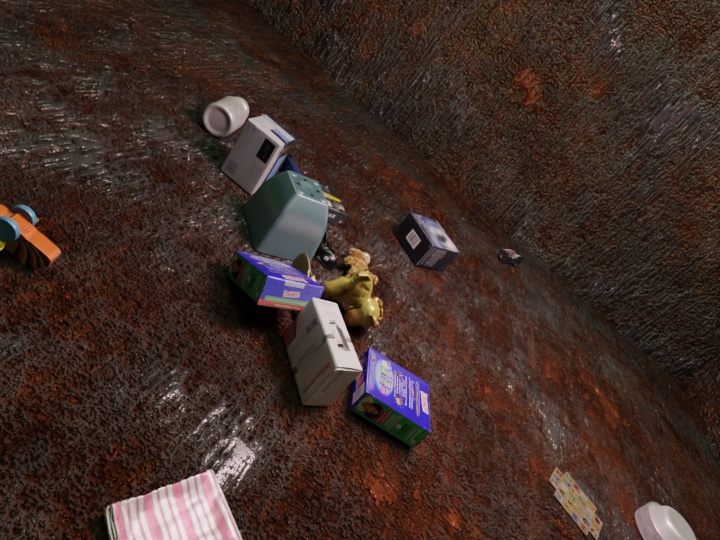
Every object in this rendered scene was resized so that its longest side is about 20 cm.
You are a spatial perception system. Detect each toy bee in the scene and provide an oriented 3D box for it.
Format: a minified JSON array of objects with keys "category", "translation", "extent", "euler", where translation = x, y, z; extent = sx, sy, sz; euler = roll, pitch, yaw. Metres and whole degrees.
[{"category":"toy bee","translation":[-0.660,-0.085,0.976],"extent":[0.203,0.107,0.131],"euler":[66,19,-5]}]

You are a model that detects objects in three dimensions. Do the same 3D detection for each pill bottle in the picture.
[{"category":"pill bottle","translation":[-0.466,-0.549,1.849],"extent":[0.113,0.115,0.201],"euler":[35,28,-9]}]

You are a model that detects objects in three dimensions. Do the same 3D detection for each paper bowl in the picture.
[{"category":"paper bowl","translation":[1.011,0.862,1.722],"extent":[0.198,0.105,0.202],"euler":[29,30,-19]}]

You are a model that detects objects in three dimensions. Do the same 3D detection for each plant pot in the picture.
[{"category":"plant pot","translation":[-0.205,-0.173,1.553],"extent":[0.193,0.201,0.198],"euler":[15,36,-39]}]

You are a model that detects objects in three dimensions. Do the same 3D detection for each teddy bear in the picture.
[{"category":"teddy bear","translation":[0.000,0.000,1.708],"extent":[0.145,0.067,0.200],"euler":[42,28,-4]}]

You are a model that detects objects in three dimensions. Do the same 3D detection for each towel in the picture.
[{"category":"towel","translation":[-0.281,0.402,0.814],"extent":[0.198,0.030,0.147],"euler":[1,49,-52]}]

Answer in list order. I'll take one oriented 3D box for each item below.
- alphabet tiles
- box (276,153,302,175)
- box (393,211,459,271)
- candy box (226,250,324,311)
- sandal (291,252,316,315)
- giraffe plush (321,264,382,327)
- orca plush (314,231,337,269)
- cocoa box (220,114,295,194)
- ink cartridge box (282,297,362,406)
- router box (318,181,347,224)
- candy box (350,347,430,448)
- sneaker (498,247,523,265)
[{"category":"alphabet tiles","translation":[0.654,0.704,1.595],"extent":[0.201,0.006,0.165],"euler":[52,29,19]},{"category":"box","translation":[-0.242,-0.291,1.759],"extent":[0.032,0.122,0.202],"euler":[10,40,-42]},{"category":"box","translation":[0.274,-0.119,2.169],"extent":[0.196,0.124,0.202],"euler":[10,40,-46]},{"category":"candy box","translation":[-0.214,0.028,1.302],"extent":[0.167,0.078,0.199],"euler":[15,8,-39]},{"category":"sandal","translation":[-0.151,0.053,1.457],"extent":[0.070,0.077,0.214],"euler":[43,27,-41]},{"category":"giraffe plush","translation":[-0.004,0.089,1.506],"extent":[0.172,0.197,0.165],"euler":[-20,93,-63]},{"category":"orca plush","translation":[-0.120,-0.100,1.692],"extent":[0.104,0.071,0.202],"euler":[17,36,-38]},{"category":"cocoa box","translation":[-0.326,-0.372,1.680],"extent":[0.133,0.201,0.131],"euler":[38,27,-1]},{"category":"ink cartridge box","translation":[-0.094,0.191,1.228],"extent":[0.082,0.147,0.202],"euler":[16,37,-40]},{"category":"router box","translation":[-0.155,-0.258,1.894],"extent":[0.198,0.052,0.159],"euler":[14,38,-41]},{"category":"candy box","translation":[0.078,0.318,1.325],"extent":[0.198,0.077,0.170],"euler":[33,27,-13]},{"category":"sneaker","translation":[0.797,-0.083,2.852],"extent":[0.198,0.081,0.086],"euler":[22,20,-47]}]
